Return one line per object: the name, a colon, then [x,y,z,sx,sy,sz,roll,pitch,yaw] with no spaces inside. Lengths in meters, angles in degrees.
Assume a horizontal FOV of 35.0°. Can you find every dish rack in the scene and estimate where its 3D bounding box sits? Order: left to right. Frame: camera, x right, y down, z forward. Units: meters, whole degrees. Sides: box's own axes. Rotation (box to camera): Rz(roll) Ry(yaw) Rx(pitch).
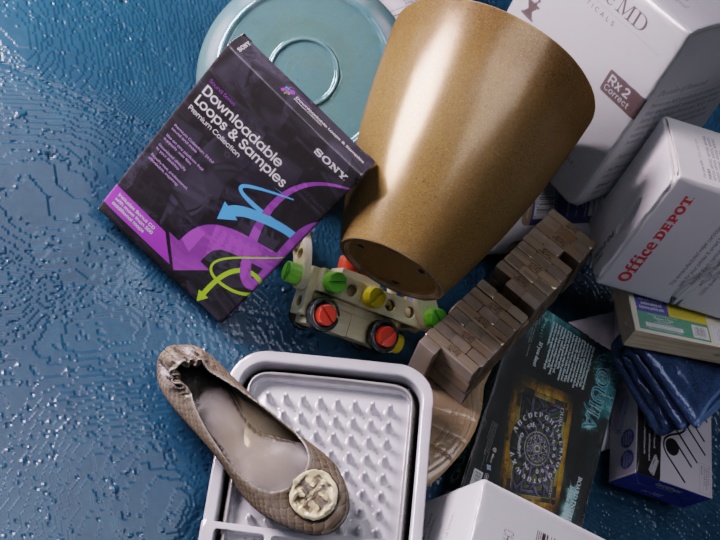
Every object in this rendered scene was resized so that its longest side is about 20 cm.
dish rack: [-0.032,0.168,0.907,0.170,0.044,0.201,5,63,4]

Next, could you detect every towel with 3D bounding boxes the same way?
towel: [0.331,0.071,1.104,0.199,0.049,0.112,-27,82,-37]

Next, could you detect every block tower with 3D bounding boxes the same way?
block tower: [0.126,0.031,0.996,0.058,0.054,0.200,40,58,16]

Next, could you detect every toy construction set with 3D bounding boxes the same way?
toy construction set: [0.000,0.000,0.998,0.199,0.092,0.132,18,80,-14]

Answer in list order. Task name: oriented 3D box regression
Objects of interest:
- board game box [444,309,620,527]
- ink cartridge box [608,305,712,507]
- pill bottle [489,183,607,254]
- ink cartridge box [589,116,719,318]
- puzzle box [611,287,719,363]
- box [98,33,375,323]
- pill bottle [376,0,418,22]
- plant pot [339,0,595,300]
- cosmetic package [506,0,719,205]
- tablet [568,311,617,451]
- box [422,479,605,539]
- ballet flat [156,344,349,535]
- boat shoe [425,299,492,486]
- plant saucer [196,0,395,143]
board game box: [0.164,0.139,1.045,0.135,0.028,0.201,32,62,-19]
ink cartridge box: [0.294,0.120,1.118,0.094,0.044,0.201,21,59,-21]
pill bottle: [0.195,-0.075,1.127,0.199,0.111,0.112,-3,70,-30]
ink cartridge box: [0.324,-0.036,1.015,0.199,0.145,0.085,15,46,-13]
puzzle box: [0.329,0.027,1.083,0.199,0.025,0.134,12,49,-15]
box: [-0.103,-0.068,0.910,0.143,0.200,0.036,43,31,-4]
pill bottle: [0.024,-0.236,1.105,0.112,0.112,0.201,-19,79,-33]
plant pot: [0.067,-0.085,0.932,0.186,0.186,0.201,33,70,-12]
cosmetic package: [0.235,-0.198,1.035,0.164,0.200,0.165,-21,60,-39]
tablet: [0.221,0.112,1.118,0.199,0.014,0.131,-9,73,-32]
box: [0.120,0.304,0.904,0.198,0.131,0.201,28,58,-15]
ballet flat: [-0.087,0.125,0.880,0.067,0.046,0.200,-40,68,-17]
boat shoe: [0.071,0.115,1.001,0.072,0.065,0.201,23,57,7]
plant saucer: [-0.050,-0.175,1.028,0.199,0.027,0.202,0,85,-1]
